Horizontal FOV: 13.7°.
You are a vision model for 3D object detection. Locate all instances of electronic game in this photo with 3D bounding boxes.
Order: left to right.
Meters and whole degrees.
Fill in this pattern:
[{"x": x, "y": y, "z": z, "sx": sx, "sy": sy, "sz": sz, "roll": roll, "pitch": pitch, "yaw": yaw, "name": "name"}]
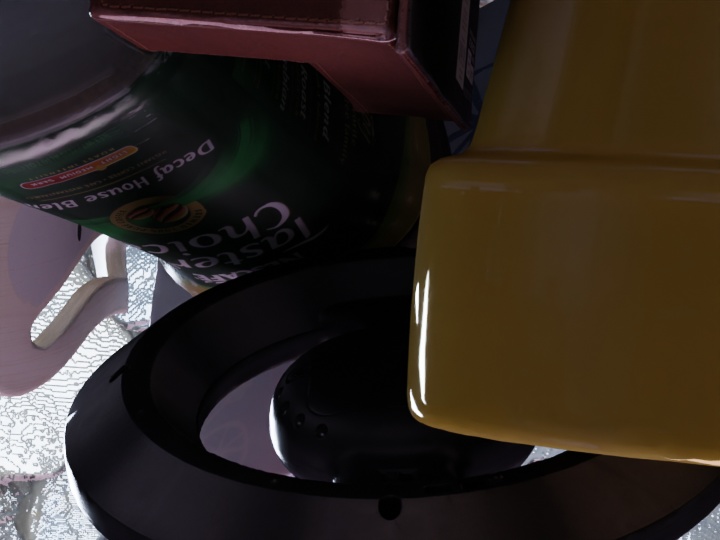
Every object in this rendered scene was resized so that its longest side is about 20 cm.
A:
[{"x": 0.013, "y": 0.044, "z": 0.871, "sx": 0.199, "sy": 0.042, "sz": 0.200, "roll": -3, "pitch": -156, "yaw": 1, "name": "electronic game"}]

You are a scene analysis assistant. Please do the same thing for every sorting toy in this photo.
[{"x": -0.119, "y": -0.057, "z": 1.063, "sx": 0.106, "sy": 0.181, "sz": 0.200, "roll": -3, "pitch": -163, "yaw": 17, "name": "sorting toy"}]

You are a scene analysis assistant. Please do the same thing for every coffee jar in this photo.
[{"x": -0.051, "y": -0.048, "z": 0.935, "sx": 0.104, "sy": 0.086, "sz": 0.200, "roll": -20, "pitch": 157, "yaw": 22, "name": "coffee jar"}]

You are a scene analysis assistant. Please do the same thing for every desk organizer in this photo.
[{"x": -0.013, "y": -0.084, "z": 0.793, "sx": 0.076, "sy": 0.072, "sz": 0.200, "roll": 5, "pitch": 178, "yaw": 6, "name": "desk organizer"}]

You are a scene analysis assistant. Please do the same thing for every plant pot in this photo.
[{"x": 0.116, "y": -0.051, "z": 0.730, "sx": 0.199, "sy": 0.190, "sz": 0.201, "roll": 4, "pitch": -178, "yaw": 0, "name": "plant pot"}]

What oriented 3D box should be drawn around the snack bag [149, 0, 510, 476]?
[{"x": 0.000, "y": 0.000, "z": 1.044, "sx": 0.199, "sy": 0.189, "sz": 0.021, "roll": -25, "pitch": 132, "yaw": 27, "name": "snack bag"}]
